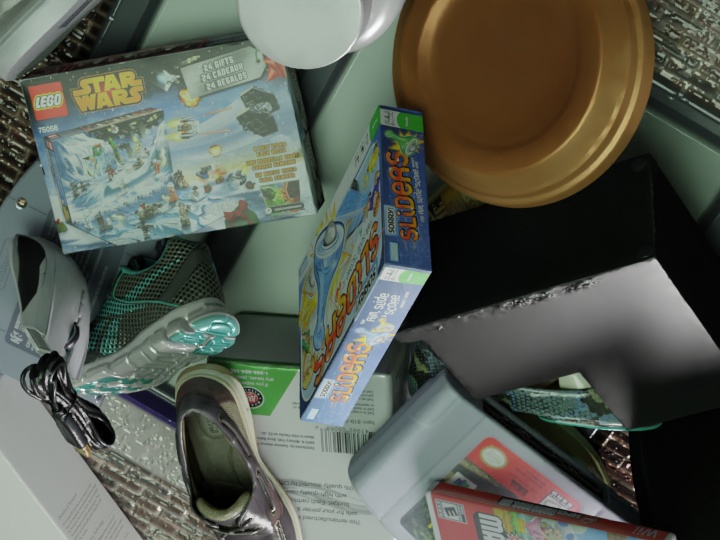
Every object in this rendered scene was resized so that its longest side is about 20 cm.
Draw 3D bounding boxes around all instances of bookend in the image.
[{"bbox_3d":[0.155,0.036,1.438,0.198,0.092,0.200,-18,137,25],"label":"bookend"}]

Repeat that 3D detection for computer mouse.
[{"bbox_3d":[-0.220,0.039,1.492,0.044,0.200,0.110,-25,135,6],"label":"computer mouse"}]

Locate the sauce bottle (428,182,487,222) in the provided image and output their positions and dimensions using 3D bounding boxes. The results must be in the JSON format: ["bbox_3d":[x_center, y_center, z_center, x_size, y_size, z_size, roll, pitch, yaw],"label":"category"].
[{"bbox_3d":[0.058,-0.018,1.491,0.065,0.065,0.200,42,119,-9],"label":"sauce bottle"}]

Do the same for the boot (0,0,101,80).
[{"bbox_3d":[-0.217,-0.232,1.448,0.200,0.074,0.096,-40,87,17],"label":"boot"}]

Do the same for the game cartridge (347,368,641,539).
[{"bbox_3d":[0.096,0.175,1.522,0.200,0.041,0.133,37,118,-14],"label":"game cartridge"}]

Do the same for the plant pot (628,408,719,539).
[{"bbox_3d":[0.303,0.214,1.485,0.199,0.178,0.200,-9,114,20],"label":"plant pot"}]

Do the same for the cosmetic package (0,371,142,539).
[{"bbox_3d":[-0.284,0.189,1.681,0.107,0.085,0.200,-27,109,28],"label":"cosmetic package"}]

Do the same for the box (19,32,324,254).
[{"bbox_3d":[-0.137,-0.095,1.494,0.199,0.040,0.137,-8,107,11],"label":"box"}]

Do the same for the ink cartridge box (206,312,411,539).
[{"bbox_3d":[-0.034,0.143,1.589,0.146,0.083,0.201,4,117,12],"label":"ink cartridge box"}]

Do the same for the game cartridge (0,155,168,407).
[{"bbox_3d":[-0.235,0.006,1.599,0.133,0.041,0.200,24,120,-3],"label":"game cartridge"}]

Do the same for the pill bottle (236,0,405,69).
[{"bbox_3d":[-0.017,-0.208,1.331,0.112,0.200,0.113,6,118,12],"label":"pill bottle"}]

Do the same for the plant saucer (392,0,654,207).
[{"bbox_3d":[0.101,-0.143,1.372,0.200,0.037,0.201,0,90,35],"label":"plant saucer"}]

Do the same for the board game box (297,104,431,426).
[{"bbox_3d":[0.000,0.000,1.415,0.034,0.136,0.200,9,142,-15],"label":"board game box"}]

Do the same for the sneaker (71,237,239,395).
[{"bbox_3d":[-0.167,0.036,1.544,0.200,0.077,0.091,-26,67,40],"label":"sneaker"}]

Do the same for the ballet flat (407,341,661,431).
[{"bbox_3d":[0.132,0.077,1.522,0.199,0.074,0.074,4,118,11],"label":"ballet flat"}]

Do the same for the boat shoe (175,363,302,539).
[{"bbox_3d":[-0.098,0.169,1.533,0.072,0.065,0.200,-8,115,18],"label":"boat shoe"}]

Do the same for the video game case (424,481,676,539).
[{"bbox_3d":[0.144,0.231,1.462,0.200,0.017,0.143,8,123,36],"label":"video game case"}]

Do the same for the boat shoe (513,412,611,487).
[{"bbox_3d":[0.161,0.193,1.576,0.073,0.063,0.201,-21,110,24],"label":"boat shoe"}]
